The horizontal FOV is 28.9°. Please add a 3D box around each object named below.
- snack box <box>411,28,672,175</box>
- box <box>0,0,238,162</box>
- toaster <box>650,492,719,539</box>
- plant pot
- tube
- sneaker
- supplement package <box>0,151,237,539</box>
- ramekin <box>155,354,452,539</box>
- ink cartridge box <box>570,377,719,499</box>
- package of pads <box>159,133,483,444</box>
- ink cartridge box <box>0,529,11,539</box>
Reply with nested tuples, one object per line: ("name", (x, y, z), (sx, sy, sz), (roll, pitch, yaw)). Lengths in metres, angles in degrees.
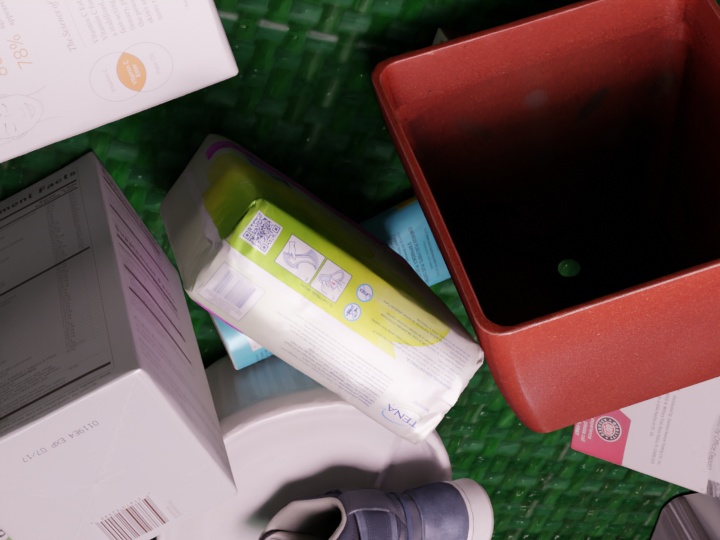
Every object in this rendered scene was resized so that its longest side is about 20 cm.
("snack box", (0.130, -0.102, 0.873), (0.200, 0.024, 0.072), (5, 126, -23))
("box", (-0.179, -0.134, 0.691), (0.200, 0.098, 0.125), (-21, 131, -4))
("toaster", (0.336, 0.277, 1.182), (0.180, 0.119, 0.200), (-4, 128, -18))
("plant pot", (0.135, -0.019, 0.809), (0.200, 0.200, 0.176), (-17, 143, -5))
("tube", (0.000, 0.000, 0.897), (0.200, 0.050, 0.078), (-24, 135, -7))
("sneaker", (-0.012, 0.224, 0.911), (0.146, 0.077, 0.203), (2, 117, -36))
("supplement package", (-0.156, 0.048, 0.774), (0.114, 0.200, 0.110), (-27, 130, 4))
("ramekin", (-0.045, 0.134, 0.951), (0.202, 0.094, 0.203), (-9, 129, -12))
("ink cartridge box", (0.259, 0.080, 0.955), (0.200, 0.085, 0.146), (19, 131, 20))
("package of pads", (-0.026, 0.006, 0.763), (0.154, 0.200, 0.068), (35, 96, -18))
("ink cartridge box", (-0.257, 0.117, 0.857), (0.200, 0.104, 0.059), (26, 115, -34))
